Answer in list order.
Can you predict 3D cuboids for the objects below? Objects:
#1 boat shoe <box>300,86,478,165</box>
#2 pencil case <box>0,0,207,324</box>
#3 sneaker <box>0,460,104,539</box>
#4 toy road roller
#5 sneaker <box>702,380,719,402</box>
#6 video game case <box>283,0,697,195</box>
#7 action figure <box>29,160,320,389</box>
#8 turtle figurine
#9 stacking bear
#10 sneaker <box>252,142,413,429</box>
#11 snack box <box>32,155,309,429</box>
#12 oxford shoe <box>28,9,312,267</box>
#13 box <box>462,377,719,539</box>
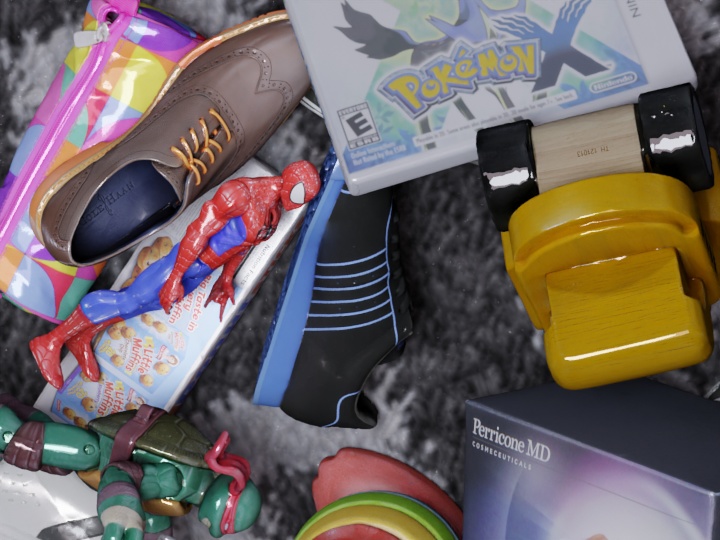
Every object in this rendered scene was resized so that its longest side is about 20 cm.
[{"bbox_3d":[0.043,-0.100,1.504,0.200,0.064,0.071,17,96,10],"label":"boat shoe"},{"bbox_3d":[-0.160,-0.070,1.533,0.088,0.088,0.200,28,98,8],"label":"pencil case"},{"bbox_3d":[-0.216,0.128,1.570,0.200,0.074,0.080,25,83,3],"label":"sneaker"},{"bbox_3d":[0.140,0.004,1.412,0.123,0.200,0.146,-12,63,11],"label":"toy road roller"},{"bbox_3d":[0.261,0.094,1.472,0.200,0.075,0.116,-4,90,11],"label":"sneaker"},{"bbox_3d":[0.062,-0.150,1.461,0.200,0.022,0.182,-17,67,-4],"label":"video game case"},{"bbox_3d":[-0.098,0.000,1.495,0.200,0.065,0.052,-40,72,23],"label":"action figure"},{"bbox_3d":[-0.130,0.122,1.458,0.200,0.150,0.101,21,72,15],"label":"turtle figurine"},{"bbox_3d":[0.000,0.177,1.458,0.114,0.200,0.122,16,96,9],"label":"stacking bear"},{"bbox_3d":[0.000,0.000,1.505,0.078,0.070,0.200,16,116,-5],"label":"sneaker"},{"bbox_3d":[-0.110,0.020,1.558,0.072,0.024,0.200,35,99,8],"label":"snack box"},{"bbox_3d":[-0.092,-0.067,1.471,0.200,0.073,0.071,-42,115,-2],"label":"oxford shoe"},{"bbox_3d":[0.155,0.175,1.404,0.200,0.123,0.199,17,110,52],"label":"box"}]
